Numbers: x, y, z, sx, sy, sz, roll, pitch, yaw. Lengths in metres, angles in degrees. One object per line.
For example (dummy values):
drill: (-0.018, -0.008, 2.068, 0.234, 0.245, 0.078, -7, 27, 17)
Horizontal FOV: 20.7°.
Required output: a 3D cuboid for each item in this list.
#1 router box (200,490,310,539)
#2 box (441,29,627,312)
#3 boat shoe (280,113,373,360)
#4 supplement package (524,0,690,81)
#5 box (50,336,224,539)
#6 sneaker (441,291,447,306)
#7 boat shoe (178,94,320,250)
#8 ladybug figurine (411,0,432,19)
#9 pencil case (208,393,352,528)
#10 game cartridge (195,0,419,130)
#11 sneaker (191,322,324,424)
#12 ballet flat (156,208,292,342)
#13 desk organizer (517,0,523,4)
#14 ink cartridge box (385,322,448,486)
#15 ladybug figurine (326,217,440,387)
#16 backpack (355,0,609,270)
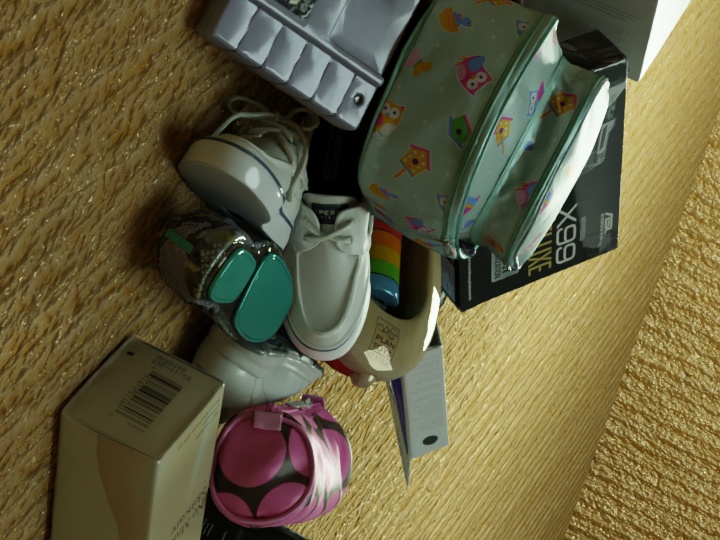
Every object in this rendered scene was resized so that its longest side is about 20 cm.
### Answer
router box: (-0.125, 0.273, 1.507, 0.201, 0.149, 0.062, -63, 166, -6)
box: (0.134, -0.079, 1.589, 0.157, 0.050, 0.201, -20, 134, -19)
boat shoe: (-0.026, -0.039, 1.424, 0.065, 0.073, 0.202, 89, 0, -77)
supplement package: (0.181, -0.298, 1.569, 0.147, 0.190, 0.201, -55, 163, -33)
box: (-0.157, 0.156, 1.349, 0.095, 0.077, 0.201, -51, 160, -45)
sneaker: (0.051, 0.004, 1.833, 0.077, 0.078, 0.200, -53, 163, -22)
boat shoe: (-0.062, -0.075, 1.315, 0.087, 0.074, 0.202, -63, 168, -7)
ladybug figurine: (-0.005, -0.172, 1.356, 0.137, 0.071, 0.200, -68, 165, 11)
pencil case: (-0.058, 0.139, 1.463, 0.200, 0.090, 0.095, 24, 84, -84)
game cartridge: (-0.009, -0.205, 1.230, 0.129, 0.038, 0.201, 31, 82, -37)
sneaker: (-0.090, 0.075, 1.506, 0.087, 0.074, 0.200, -48, 163, 5)
ballet flat: (-0.094, -0.002, 1.330, 0.072, 0.072, 0.200, -63, 167, -6)
desk organizer: (0.098, -0.254, 1.485, 0.072, 0.076, 0.201, -56, 149, -29)
ink cartridge box: (0.038, 0.048, 1.687, 0.201, 0.043, 0.199, 87, -7, -53)
ladybug figurine: (0.000, 0.000, 1.526, 0.135, 0.072, 0.201, 32, 50, -35)
backpack: (0.079, -0.099, 1.331, 0.177, 0.152, 0.200, -61, 163, -4)
